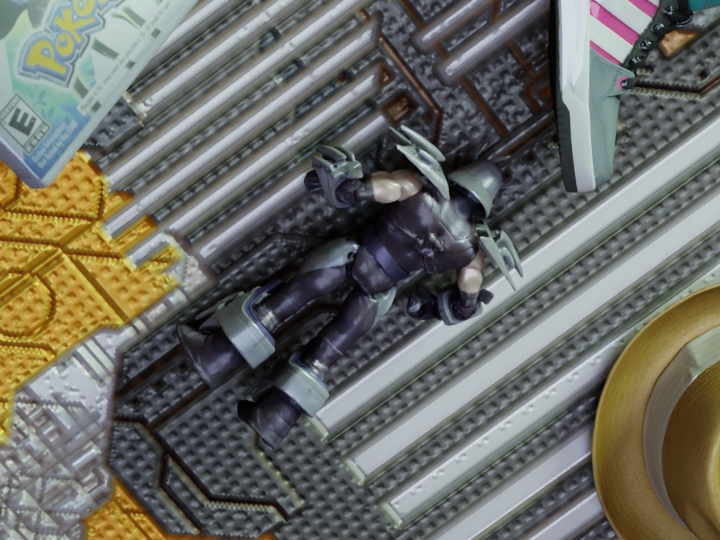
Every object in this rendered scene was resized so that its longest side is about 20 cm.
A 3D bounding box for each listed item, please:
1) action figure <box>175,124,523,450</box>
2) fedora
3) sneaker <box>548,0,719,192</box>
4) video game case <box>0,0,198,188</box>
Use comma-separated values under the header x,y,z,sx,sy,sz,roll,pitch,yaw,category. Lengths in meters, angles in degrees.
x,y,z,sx,sy,sz,roll,pitch,yaw,category
0.000,0.000,1.582,0.200,0.069,0.130,-39,107,4,action figure
0.224,0.105,1.653,0.200,0.082,0.202,-3,114,-7,fedora
0.158,-0.137,1.541,0.120,0.084,0.201,0,113,1,sneaker
-0.157,-0.174,1.447,0.182,0.022,0.200,46,68,-24,video game case
